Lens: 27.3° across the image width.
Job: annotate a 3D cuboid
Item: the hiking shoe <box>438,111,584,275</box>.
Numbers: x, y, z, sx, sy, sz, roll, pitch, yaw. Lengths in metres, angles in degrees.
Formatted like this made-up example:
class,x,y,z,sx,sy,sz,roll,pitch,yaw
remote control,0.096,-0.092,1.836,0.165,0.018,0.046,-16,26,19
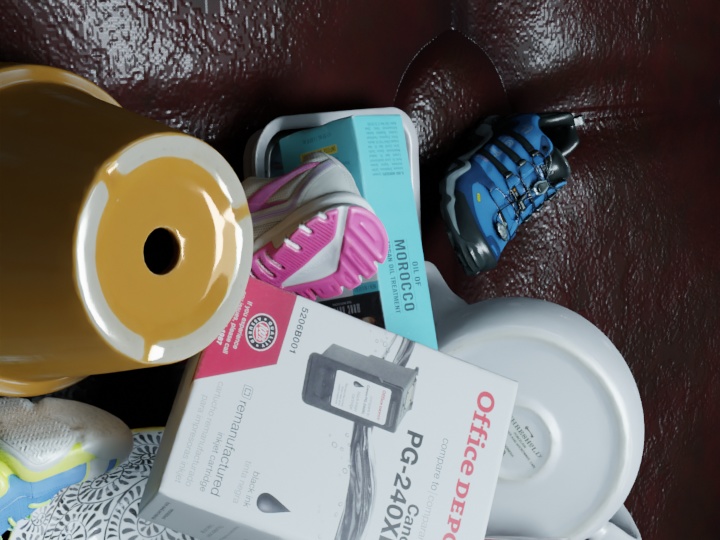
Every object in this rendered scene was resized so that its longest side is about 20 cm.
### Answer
class,x,y,z,sx,sy,sz,roll,pitch,yaw
hiking shoe,0.120,-0.073,1.176,0.075,0.086,0.201,61,31,-27

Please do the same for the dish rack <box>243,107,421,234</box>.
class,x,y,z,sx,sy,sz,roll,pitch,yaw
dish rack,-0.024,-0.017,1.108,0.170,0.043,0.203,-10,102,-44

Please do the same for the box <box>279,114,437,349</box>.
class,x,y,z,sx,sy,sz,roll,pitch,yaw
box,0.000,0.000,1.020,0.049,0.082,0.203,-6,86,-43

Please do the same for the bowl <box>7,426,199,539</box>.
class,x,y,z,sx,sy,sz,roll,pitch,yaw
bowl,-0.127,0.201,0.969,0.198,0.094,0.204,0,88,-1

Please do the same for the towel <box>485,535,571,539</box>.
class,x,y,z,sx,sy,sz,roll,pitch,yaw
towel,0.087,0.242,1.085,0.201,0.144,0.030,73,20,-56

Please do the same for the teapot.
class,x,y,z,sx,sy,sz,roll,pitch,yaw
teapot,0.119,0.108,1.098,0.146,0.195,0.203,-50,145,-76

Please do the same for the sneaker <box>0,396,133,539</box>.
class,x,y,z,sx,sy,sz,roll,pitch,yaw
sneaker,-0.234,0.139,0.885,0.197,0.076,0.106,-4,111,-24

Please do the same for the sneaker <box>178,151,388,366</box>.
class,x,y,z,sx,sy,sz,roll,pitch,yaw
sneaker,-0.072,-0.007,0.986,0.081,0.198,0.089,47,23,-39

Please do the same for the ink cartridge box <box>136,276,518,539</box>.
class,x,y,z,sx,sy,sz,roll,pitch,yaw
ink cartridge box,-0.016,0.108,0.902,0.198,0.083,0.147,21,66,-10

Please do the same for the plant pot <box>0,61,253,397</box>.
class,x,y,z,sx,sy,sz,roll,pitch,yaw
plant pot,-0.166,-0.019,0.861,0.199,0.182,0.203,-7,100,-44
